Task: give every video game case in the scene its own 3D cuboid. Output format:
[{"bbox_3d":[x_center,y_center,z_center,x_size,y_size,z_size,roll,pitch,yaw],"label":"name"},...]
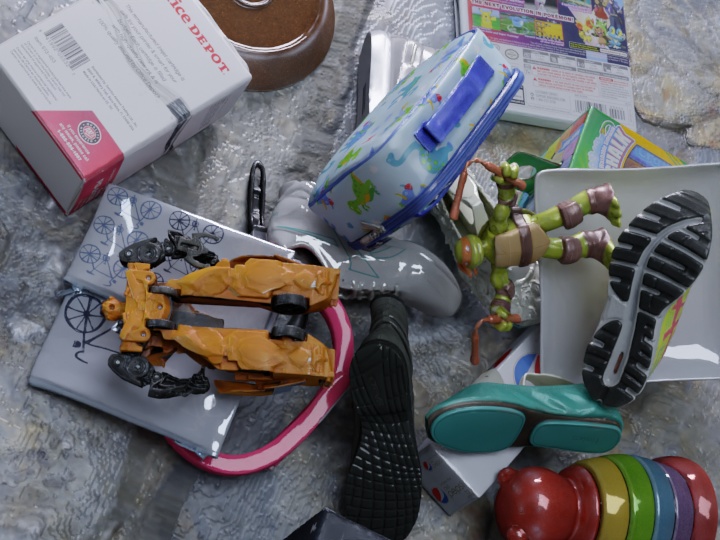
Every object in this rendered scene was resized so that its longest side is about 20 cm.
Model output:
[{"bbox_3d":[0.191,-0.233,1.845,0.198,0.023,0.184,7,65,-20],"label":"video game case"}]

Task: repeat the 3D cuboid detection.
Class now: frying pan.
[{"bbox_3d":[-0.083,-0.004,1.617,0.114,0.031,0.191,31,62,-9],"label":"frying pan"}]

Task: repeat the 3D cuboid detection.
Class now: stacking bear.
[{"bbox_3d":[0.211,0.219,1.591,0.198,0.114,0.123,6,65,-25],"label":"stacking bear"}]

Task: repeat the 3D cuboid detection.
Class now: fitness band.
[{"bbox_3d":[-0.091,0.088,1.547,0.144,0.037,0.200,44,71,1],"label":"fitness band"}]

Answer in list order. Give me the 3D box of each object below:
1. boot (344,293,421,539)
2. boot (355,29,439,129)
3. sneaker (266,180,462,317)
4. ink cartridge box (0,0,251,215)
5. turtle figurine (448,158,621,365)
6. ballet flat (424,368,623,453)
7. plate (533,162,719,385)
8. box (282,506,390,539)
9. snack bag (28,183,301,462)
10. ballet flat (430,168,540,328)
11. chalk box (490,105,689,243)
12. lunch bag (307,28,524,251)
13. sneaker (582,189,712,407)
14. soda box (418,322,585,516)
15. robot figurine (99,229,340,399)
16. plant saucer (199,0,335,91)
[{"bbox_3d":[0.027,0.132,1.568,0.067,0.131,0.203,2,108,7],"label":"boot"},{"bbox_3d":[0.046,-0.140,1.705,0.094,0.074,0.202,10,63,-12],"label":"boot"},{"bbox_3d":[0.000,0.000,1.623,0.199,0.070,0.081,29,55,-9],"label":"sneaker"},{"bbox_3d":[-0.221,-0.168,1.590,0.199,0.084,0.145,-35,85,-30],"label":"ink cartridge box"},{"bbox_3d":[0.148,-0.019,1.568,0.159,0.064,0.202,-10,116,-13],"label":"turtle figurine"},{"bbox_3d":[0.139,0.123,1.571,0.198,0.068,0.071,5,42,-23],"label":"ballet flat"},{"bbox_3d":[0.255,0.004,1.635,0.197,0.032,0.203,-3,94,-11],"label":"plate"},{"bbox_3d":[0.005,0.335,1.447,0.195,0.124,0.202,28,60,-12],"label":"box"},{"bbox_3d":[-0.171,0.041,1.516,0.187,0.021,0.202,21,69,5],"label":"snack bag"},{"bbox_3d":[0.113,-0.034,1.665,0.071,0.072,0.201,-17,57,-29],"label":"ballet flat"},{"bbox_3d":[0.225,-0.063,1.724,0.199,0.124,0.125,31,59,-10],"label":"chalk box"},{"bbox_3d":[0.051,-0.116,1.563,0.082,0.160,0.201,43,54,-9],"label":"lunch bag"},{"bbox_3d":[0.256,0.021,1.577,0.078,0.090,0.202,27,99,16],"label":"sneaker"},{"bbox_3d":[0.131,0.130,1.631,0.068,0.064,0.200,46,57,0],"label":"soda box"},{"bbox_3d":[-0.118,0.043,1.476,0.197,0.058,0.147,5,70,-2],"label":"robot figurine"},{"bbox_3d":[-0.111,-0.271,1.718,0.198,0.034,0.203,9,65,-20],"label":"plant saucer"}]
